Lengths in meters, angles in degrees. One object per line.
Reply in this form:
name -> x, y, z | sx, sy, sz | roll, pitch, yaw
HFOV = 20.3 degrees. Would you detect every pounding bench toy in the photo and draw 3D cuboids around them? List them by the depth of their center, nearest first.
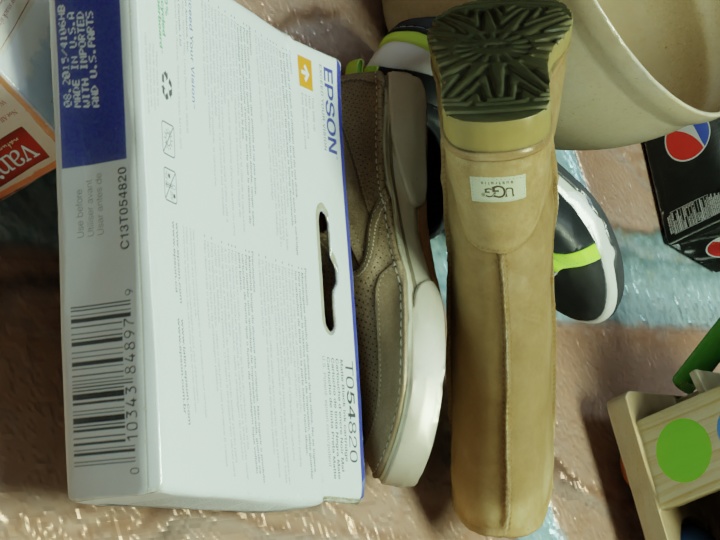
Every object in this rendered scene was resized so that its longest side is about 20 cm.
pounding bench toy -> 0.216, 0.074, 1.080 | 0.124, 0.155, 0.202 | 10, 60, -53

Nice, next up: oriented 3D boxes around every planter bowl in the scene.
planter bowl -> 0.096, -0.147, 1.076 | 0.200, 0.134, 0.202 | 37, 40, -39

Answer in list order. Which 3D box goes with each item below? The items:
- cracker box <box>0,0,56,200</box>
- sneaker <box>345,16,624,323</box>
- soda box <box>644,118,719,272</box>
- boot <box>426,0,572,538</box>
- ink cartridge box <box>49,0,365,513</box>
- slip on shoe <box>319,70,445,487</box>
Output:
cracker box -> -0.167, -0.141, 0.747 | 0.200, 0.057, 0.135 | 48, 36, -25
sneaker -> 0.055, -0.035, 1.024 | 0.200, 0.071, 0.083 | 51, 58, -20
soda box -> 0.221, -0.106, 1.307 | 0.071, 0.063, 0.202 | 24, 50, -48
boot -> 0.063, -0.008, 0.932 | 0.176, 0.065, 0.202 | -70, 159, -60
ink cartridge box -> -0.056, -0.007, 0.781 | 0.200, 0.040, 0.202 | 21, 64, -67
slip on shoe -> 0.000, 0.000, 0.903 | 0.060, 0.076, 0.202 | 4, 67, -12
